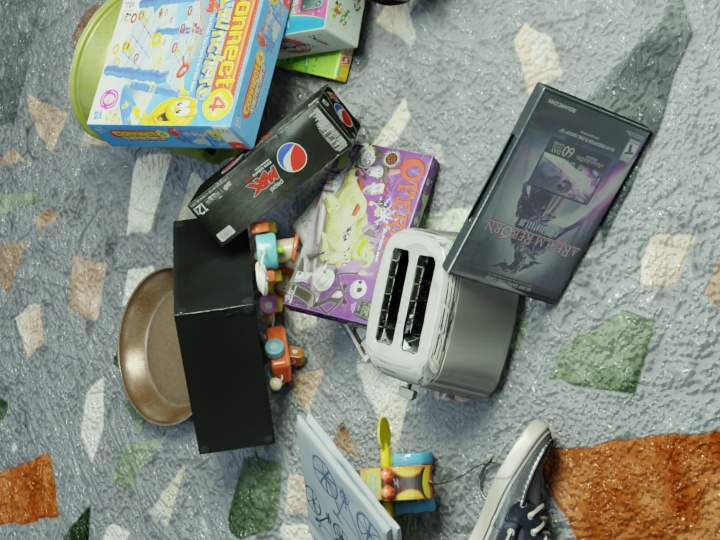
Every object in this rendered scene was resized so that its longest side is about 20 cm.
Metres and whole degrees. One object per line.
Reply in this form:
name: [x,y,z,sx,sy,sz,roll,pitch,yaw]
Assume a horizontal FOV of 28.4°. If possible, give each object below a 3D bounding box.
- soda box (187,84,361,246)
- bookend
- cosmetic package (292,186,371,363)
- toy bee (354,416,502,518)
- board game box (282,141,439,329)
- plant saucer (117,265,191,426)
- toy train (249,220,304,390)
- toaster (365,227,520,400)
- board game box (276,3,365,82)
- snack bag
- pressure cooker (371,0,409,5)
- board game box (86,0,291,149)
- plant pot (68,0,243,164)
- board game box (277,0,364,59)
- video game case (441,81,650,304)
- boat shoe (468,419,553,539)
soda box: [-0.096,-0.116,1.574,0.199,0.071,0.063,-35,105,21]
bookend: [-0.162,0.072,1.671,0.199,0.091,0.202,-102,6,-57]
cosmetic package: [0.000,0.000,1.591,0.083,0.050,0.201,-46,57,27]
toy bee: [0.040,0.216,1.494,0.199,0.108,0.132,-36,62,35]
board game box: [0.001,-0.040,1.551,0.119,0.032,0.202,13,75,22]
plant saucer: [-0.234,0.096,1.806,0.199,0.036,0.203,-7,80,42]
toy train: [-0.090,0.034,1.636,0.201,0.055,0.151,88,173,-49]
toaster: [0.087,0.034,1.456,0.113,0.128,0.203,17,97,41]
board game box: [-0.081,-0.291,1.714,0.199,0.030,0.097,19,97,39]
snack bag: [-0.009,0.276,1.518,0.189,0.021,0.202,45,150,41]
pressure cooker: [0.058,-0.404,1.500,0.199,0.175,0.180,-34,47,34]
board game box: [-0.191,-0.240,1.601,0.194,0.056,0.202,3,70,27]
plant pot: [-0.222,-0.224,1.744,0.183,0.200,0.203,26,103,29]
board game box: [-0.062,-0.354,1.653,0.146,0.064,0.203,-2,75,40]
video game case: [0.180,-0.070,1.374,0.202,0.142,0.019,-64,34,17]
boat shoe: [0.166,0.256,1.410,0.092,0.075,0.202,28,102,20]
